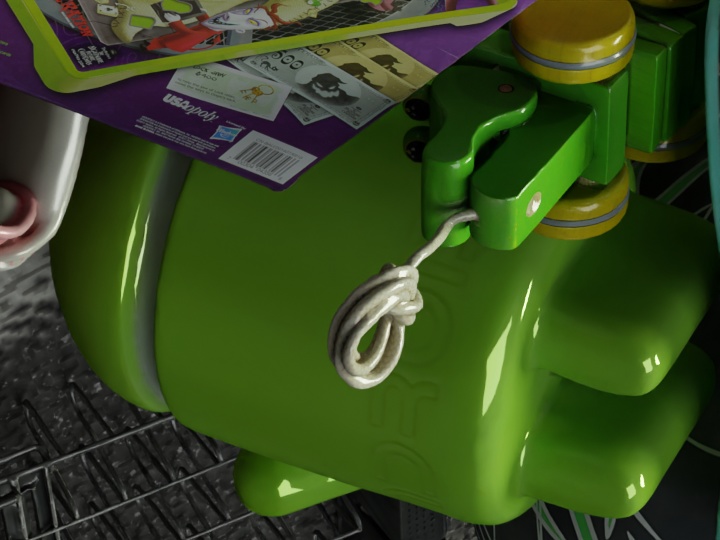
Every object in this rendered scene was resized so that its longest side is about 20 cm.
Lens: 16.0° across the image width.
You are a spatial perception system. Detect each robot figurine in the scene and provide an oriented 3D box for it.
[{"bbox_3d":[0.000,0.000,0.722,0.116,0.199,0.176,-51,150,-46],"label":"robot figurine"}]

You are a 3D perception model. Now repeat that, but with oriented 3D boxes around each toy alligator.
[{"bbox_3d":[0.038,-0.040,0.633,0.200,0.054,0.060,-39,141,-37],"label":"toy alligator"}]

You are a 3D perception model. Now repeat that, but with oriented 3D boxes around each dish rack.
[{"bbox_3d":[-0.060,0.084,0.842,0.199,0.055,0.154,-21,133,-19],"label":"dish rack"}]

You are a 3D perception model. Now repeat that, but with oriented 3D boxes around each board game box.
[{"bbox_3d":[-0.059,-0.083,0.559,0.199,0.032,0.120,21,144,-36],"label":"board game box"}]

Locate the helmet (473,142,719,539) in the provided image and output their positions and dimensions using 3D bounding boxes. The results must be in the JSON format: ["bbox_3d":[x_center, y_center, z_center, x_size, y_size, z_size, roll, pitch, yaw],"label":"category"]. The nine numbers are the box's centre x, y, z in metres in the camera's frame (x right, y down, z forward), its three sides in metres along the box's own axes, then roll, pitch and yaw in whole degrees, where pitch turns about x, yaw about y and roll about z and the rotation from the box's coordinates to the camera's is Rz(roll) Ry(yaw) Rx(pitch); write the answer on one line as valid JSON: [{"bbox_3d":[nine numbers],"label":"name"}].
[{"bbox_3d":[0.126,0.054,0.844,0.190,0.200,0.201,8,119,-44],"label":"helmet"}]

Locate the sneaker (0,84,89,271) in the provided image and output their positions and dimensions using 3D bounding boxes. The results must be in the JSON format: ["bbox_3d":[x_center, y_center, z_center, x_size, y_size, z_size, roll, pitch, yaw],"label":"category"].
[{"bbox_3d":[-0.144,-0.017,0.657,0.200,0.105,0.075,-48,140,9],"label":"sneaker"}]

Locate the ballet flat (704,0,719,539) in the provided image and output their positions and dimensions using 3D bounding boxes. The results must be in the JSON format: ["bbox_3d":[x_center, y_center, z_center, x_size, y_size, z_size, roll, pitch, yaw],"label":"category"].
[{"bbox_3d":[0.127,0.005,0.673,0.074,0.074,0.201,-25,134,-17],"label":"ballet flat"}]
